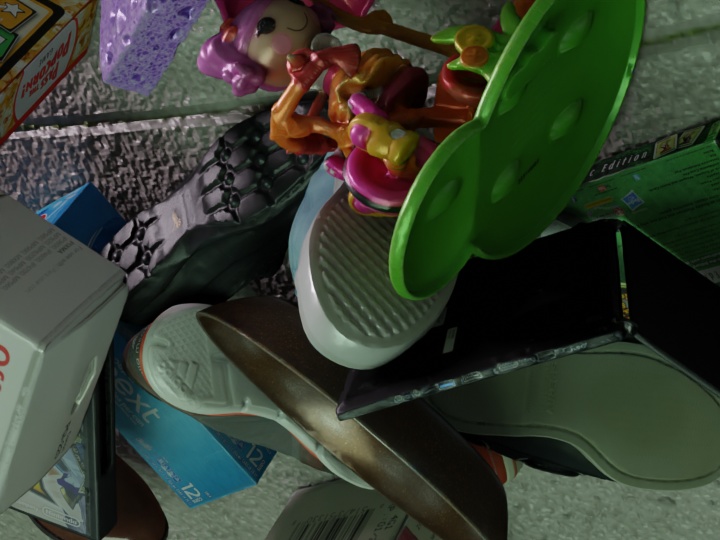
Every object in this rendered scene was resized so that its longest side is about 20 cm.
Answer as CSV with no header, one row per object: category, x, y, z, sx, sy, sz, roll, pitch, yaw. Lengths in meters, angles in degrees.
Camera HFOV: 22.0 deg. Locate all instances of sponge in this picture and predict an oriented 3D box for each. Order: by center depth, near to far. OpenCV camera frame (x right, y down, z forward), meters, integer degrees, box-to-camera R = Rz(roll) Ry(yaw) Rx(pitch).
sponge,-0.070,-0.183,0.847,0.030,0.112,0.200,15,142,-24

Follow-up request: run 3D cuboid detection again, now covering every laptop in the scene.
laptop,0.107,0.049,0.849,0.200,0.177,0.103,-17,103,11

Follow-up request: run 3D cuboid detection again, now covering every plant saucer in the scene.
plant saucer,0.003,0.075,0.936,0.200,0.034,0.200,39,171,8

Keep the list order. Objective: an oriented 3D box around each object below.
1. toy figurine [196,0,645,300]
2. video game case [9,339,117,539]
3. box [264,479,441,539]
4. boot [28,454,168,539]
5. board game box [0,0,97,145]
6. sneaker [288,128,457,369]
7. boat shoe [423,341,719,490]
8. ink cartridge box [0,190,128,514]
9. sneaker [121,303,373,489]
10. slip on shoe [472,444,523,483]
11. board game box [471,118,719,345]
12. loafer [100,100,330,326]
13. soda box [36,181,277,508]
toy figurine,0.001,-0.095,0.847,0.184,0.200,0.150,27,143,24
video game case,-0.230,0.050,1.066,0.200,0.026,0.181,18,125,21
box,0.035,0.233,1.155,0.128,0.109,0.200,-18,117,39
boot,-0.193,0.087,1.156,0.188,0.068,0.200,43,154,15
board game box,-0.251,-0.108,0.952,0.151,0.200,0.046,28,137,6
sneaker,0.000,0.000,0.872,0.074,0.200,0.082,25,121,-5
boat shoe,0.104,0.070,0.972,0.199,0.075,0.066,9,179,-25
ink cartridge box,-0.238,0.018,0.981,0.200,0.085,0.146,31,130,8
sneaker,-0.048,0.070,1.075,0.200,0.077,0.082,28,162,-26
slip on shoe,0.026,0.053,1.022,0.074,0.061,0.200,28,151,56
board game box,0.126,-0.005,0.954,0.200,0.023,0.105,-18,116,39
loafer,-0.065,-0.029,1.022,0.070,0.068,0.201,16,141,-42
soda box,-0.132,0.047,1.119,0.068,0.064,0.200,-24,113,42
